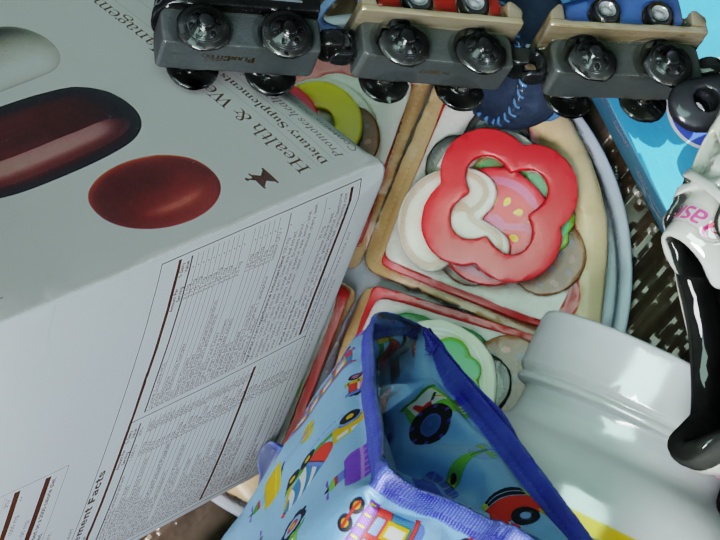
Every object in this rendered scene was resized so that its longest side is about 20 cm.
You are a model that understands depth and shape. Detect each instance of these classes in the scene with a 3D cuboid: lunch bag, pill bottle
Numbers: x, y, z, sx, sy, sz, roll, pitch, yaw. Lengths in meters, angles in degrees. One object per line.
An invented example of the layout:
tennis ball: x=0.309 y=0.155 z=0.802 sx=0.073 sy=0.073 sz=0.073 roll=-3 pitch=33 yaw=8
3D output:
lunch bag: x=-0.014 y=0.102 z=0.954 sx=0.094 sy=0.200 sz=0.151 roll=28 pitch=103 yaw=-20
pill bottle: x=0.060 y=0.122 z=1.010 sx=0.112 sy=0.112 sz=0.201 roll=24 pitch=84 yaw=12

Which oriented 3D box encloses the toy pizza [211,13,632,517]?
toy pizza: x=0.000 y=0.000 z=1.087 sx=0.199 sy=0.032 sz=0.202 roll=-2 pitch=78 yaw=8

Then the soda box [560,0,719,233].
soda box: x=0.143 y=-0.020 z=1.054 sx=0.068 sy=0.064 sz=0.201 roll=-27 pitch=76 yaw=2

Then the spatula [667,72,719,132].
spatula: x=0.190 y=-0.066 z=1.035 sx=0.199 sy=0.021 sz=0.057 roll=-6 pitch=69 yaw=-30

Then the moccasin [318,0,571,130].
moccasin: x=0.005 y=-0.124 z=1.078 sx=0.068 sy=0.081 sz=0.200 roll=-10 pitch=51 yaw=-37

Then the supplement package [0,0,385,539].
supplement package: x=-0.139 y=-0.007 z=0.988 sx=0.191 sy=0.200 sz=0.148 roll=38 pitch=127 yaw=22

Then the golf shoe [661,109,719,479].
golf shoe: x=0.141 y=-0.027 z=0.952 sx=0.092 sy=0.072 sz=0.202 roll=1 pitch=91 yaw=-35

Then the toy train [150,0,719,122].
toy train: x=0.027 y=-0.080 z=0.996 sx=0.199 sy=0.034 sz=0.046 roll=3 pitch=60 yaw=-16
